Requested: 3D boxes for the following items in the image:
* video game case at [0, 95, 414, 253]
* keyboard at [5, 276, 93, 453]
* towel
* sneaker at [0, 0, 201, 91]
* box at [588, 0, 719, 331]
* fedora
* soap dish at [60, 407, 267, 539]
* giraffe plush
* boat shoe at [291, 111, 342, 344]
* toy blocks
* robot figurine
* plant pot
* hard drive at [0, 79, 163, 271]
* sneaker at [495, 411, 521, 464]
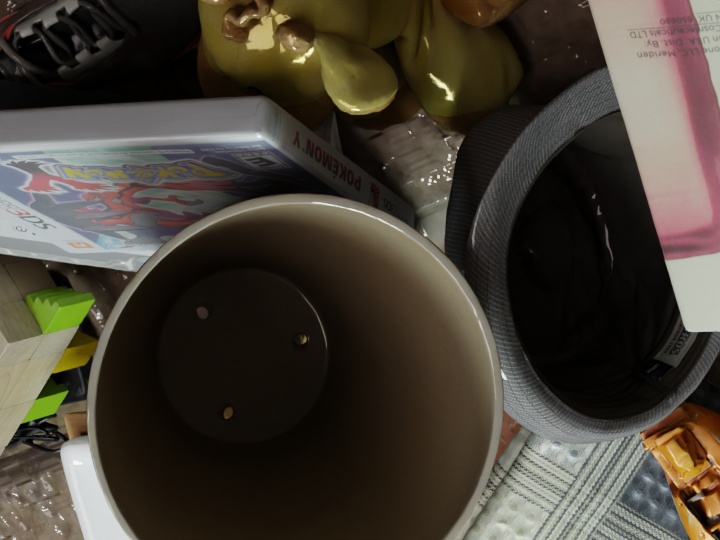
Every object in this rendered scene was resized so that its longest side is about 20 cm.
[{"bbox_3d":[-0.097,-0.042,1.157,0.199,0.023,0.182,-2,165,23],"label":"video game case"},{"bbox_3d":[-0.235,0.067,1.493,0.199,0.040,0.105,-12,94,36],"label":"keyboard"},{"bbox_3d":[0.152,0.153,1.279,0.192,0.035,0.201,31,104,-5],"label":"towel"},{"bbox_3d":[-0.148,-0.118,1.258,0.200,0.082,0.077,-32,98,41],"label":"sneaker"},{"bbox_3d":[0.186,-0.089,1.068,0.108,0.128,0.201,-2,122,30],"label":"box"},{"bbox_3d":[0.101,-0.015,1.171,0.090,0.177,0.201,25,152,50],"label":"fedora"},{"bbox_3d":[-0.075,0.166,1.349,0.157,0.081,0.201,-2,110,42],"label":"soap dish"},{"bbox_3d":[-0.016,-0.127,1.127,0.171,0.162,0.201,8,128,24],"label":"giraffe plush"},{"bbox_3d":[0.000,0.000,1.285,0.069,0.071,0.201,-3,119,10],"label":"boat shoe"},{"bbox_3d":[-0.243,0.027,1.411,0.137,0.100,0.200,56,136,21],"label":"toy blocks"},{"bbox_3d":[0.237,0.130,1.219,0.145,0.058,0.200,-37,100,12],"label":"robot figurine"},{"bbox_3d":[-0.045,0.051,1.153,0.187,0.187,0.200,48,176,-11],"label":"plant pot"},{"bbox_3d":[-0.138,-0.045,1.279,0.198,0.038,0.140,7,153,5],"label":"hard drive"},{"bbox_3d":[0.089,0.154,1.353,0.071,0.080,0.202,21,114,36],"label":"sneaker"}]
